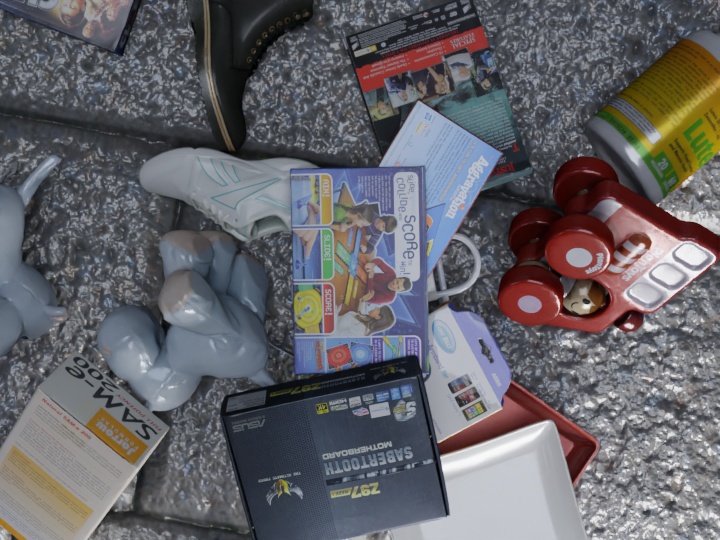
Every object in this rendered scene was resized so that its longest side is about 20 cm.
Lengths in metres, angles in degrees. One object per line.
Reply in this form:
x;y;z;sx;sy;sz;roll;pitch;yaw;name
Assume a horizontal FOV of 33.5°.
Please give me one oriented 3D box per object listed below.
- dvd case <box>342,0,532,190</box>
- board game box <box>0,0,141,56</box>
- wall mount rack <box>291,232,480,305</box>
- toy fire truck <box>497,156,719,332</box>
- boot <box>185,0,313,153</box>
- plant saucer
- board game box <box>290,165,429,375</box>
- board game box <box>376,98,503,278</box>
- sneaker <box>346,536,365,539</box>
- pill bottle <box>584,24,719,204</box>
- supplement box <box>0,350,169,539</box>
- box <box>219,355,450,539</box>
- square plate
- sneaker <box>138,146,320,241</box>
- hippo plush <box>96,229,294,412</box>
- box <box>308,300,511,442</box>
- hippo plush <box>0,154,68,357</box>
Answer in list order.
0.078;-0.171;1.235;0.144;0.022;0.203;-18;76;1;dvd case
-0.321;-0.324;1.249;0.198;0.035;0.137;20;93;-1;board game box
0.020;-0.025;1.247;0.197;0.075;0.176;-11;96;1;wall mount rack
0.239;-0.003;1.204;0.167;0.113;0.200;29;134;-11;toy fire truck
-0.103;-0.230;1.236;0.136;0.077;0.203;-9;94;-4;boot
0.119;0.208;1.272;0.198;0.037;0.201;34;92;-1;plant saucer
0.000;0.000;1.174;0.133;0.034;0.203;0;93;5;board game box
0.048;-0.057;1.196;0.102;0.019;0.201;32;94;3;board game box
-0.065;0.288;1.238;0.128;0.079;0.202;-16;103;-27;sneaker
0.336;-0.170;1.214;0.199;0.111;0.111;-41;92;2;pill bottle
-0.296;0.196;1.212;0.126;0.074;0.200;39;124;-1;supplement box
-0.023;0.181;1.162;0.197;0.051;0.160;-11;111;3;box
0.134;0.276;1.244;0.197;0.028;0.201;-17;92;1;square plate
-0.135;-0.077;1.228;0.197;0.071;0.081;6;75;7;sneaker
-0.176;0.065;1.233;0.160;0.160;0.200;-31;116;24;hippo plush
0.053;0.120;1.219;0.198;0.041;0.120;-29;91;9;box
-0.391;0.005;1.227;0.158;0.200;0.162;-5;117;39;hippo plush
